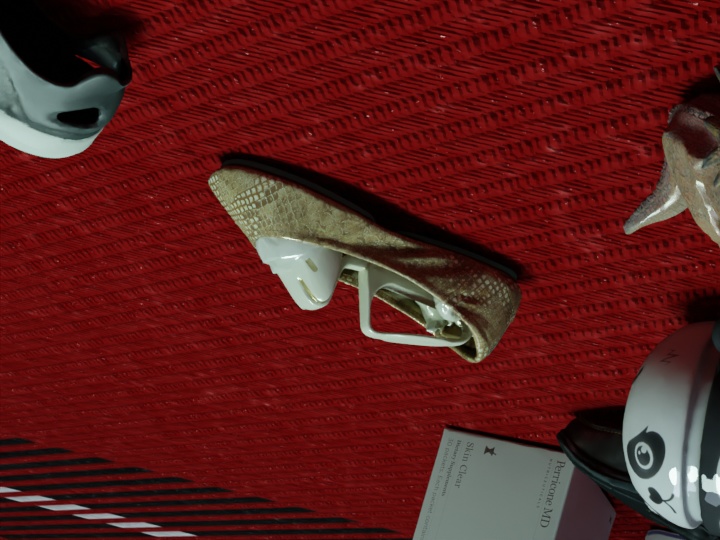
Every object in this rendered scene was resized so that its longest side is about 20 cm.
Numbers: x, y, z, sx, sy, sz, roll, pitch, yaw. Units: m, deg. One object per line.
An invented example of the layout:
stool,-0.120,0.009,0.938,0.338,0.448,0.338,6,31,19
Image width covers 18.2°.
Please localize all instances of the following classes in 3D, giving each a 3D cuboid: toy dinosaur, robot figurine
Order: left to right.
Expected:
toy dinosaur,0.173,-0.045,0.987,0.135,0.086,0.200,40,169,-30
robot figurine,0.245,0.097,1.255,0.199,0.151,0.125,9,-176,23

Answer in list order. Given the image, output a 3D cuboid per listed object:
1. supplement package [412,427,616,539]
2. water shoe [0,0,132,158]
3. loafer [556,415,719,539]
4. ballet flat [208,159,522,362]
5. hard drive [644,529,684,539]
supplement package,0.106,0.245,1.704,0.110,0.201,0.156,9,161,21
water shoe,-0.207,-0.131,1.119,0.199,0.072,0.079,25,133,-21
loafer,0.205,0.130,1.489,0.073,0.073,0.200,34,176,-35
ballet flat,0.000,0.000,1.290,0.199,0.066,0.070,21,162,-13
hard drive,0.304,0.265,1.871,0.131,0.025,0.200,12,162,13
